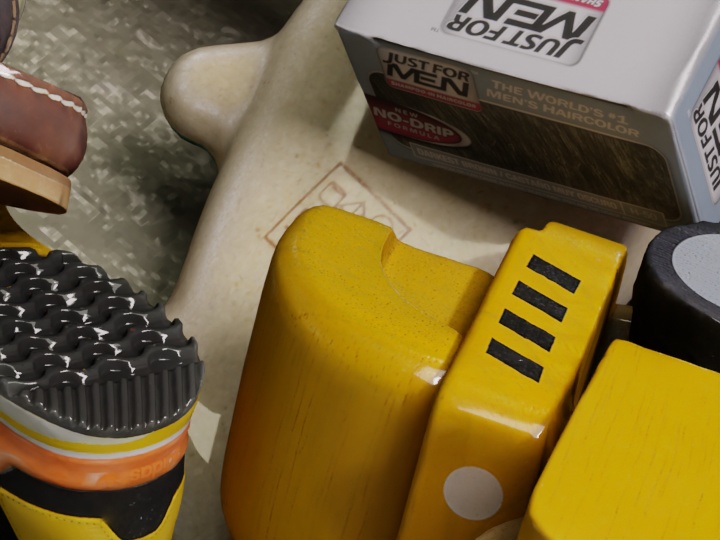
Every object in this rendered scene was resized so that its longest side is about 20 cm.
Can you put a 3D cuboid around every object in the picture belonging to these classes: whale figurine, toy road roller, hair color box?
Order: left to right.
[{"bbox_3d":[0.000,0.000,0.798,0.159,0.104,0.200,42,75,12],"label":"whale figurine"},{"bbox_3d":[0.028,0.063,0.657,0.145,0.123,0.200,18,30,8],"label":"toy road roller"},{"bbox_3d":[0.086,-0.113,0.746,0.099,0.061,0.201,17,63,27],"label":"hair color box"}]

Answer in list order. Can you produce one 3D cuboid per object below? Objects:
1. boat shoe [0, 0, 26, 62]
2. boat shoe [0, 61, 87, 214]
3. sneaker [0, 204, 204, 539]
[{"bbox_3d":[-0.172,-0.117,0.758,0.200,0.075,0.073,33,17,-25],"label":"boat shoe"},{"bbox_3d":[-0.159,-0.074,0.694,0.199,0.070,0.071,21,79,-4],"label":"boat shoe"},{"bbox_3d":[-0.113,0.026,0.733,0.070,0.090,0.200,-12,33,-33],"label":"sneaker"}]
